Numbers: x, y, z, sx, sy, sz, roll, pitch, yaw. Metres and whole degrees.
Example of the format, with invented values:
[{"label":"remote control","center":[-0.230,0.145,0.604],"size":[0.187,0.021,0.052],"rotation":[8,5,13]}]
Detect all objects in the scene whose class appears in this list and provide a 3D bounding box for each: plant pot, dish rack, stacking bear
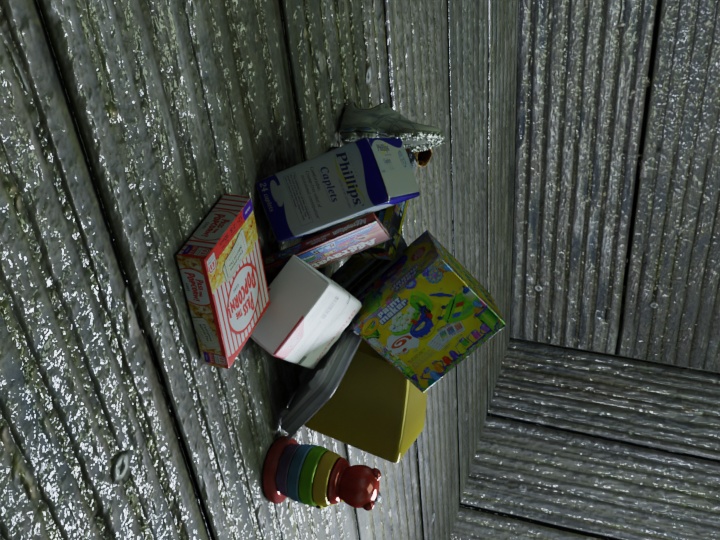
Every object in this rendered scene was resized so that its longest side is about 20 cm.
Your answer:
[{"label":"plant pot","center":[0.032,0.234,1.829],"size":[0.200,0.200,0.177],"rotation":[-28,136,-69]},{"label":"dish rack","center":[-0.077,0.197,1.650],"size":[0.200,0.044,0.172],"rotation":[-49,-172,43]},{"label":"stacking bear","center":[-0.062,0.370,1.640],"size":[0.114,0.200,0.122],"rotation":[56,46,-63]}]

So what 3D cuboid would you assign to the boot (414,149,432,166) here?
[{"label":"boot","center":[0.076,-0.247,1.865],"size":[0.201,0.144,0.071],"rotation":[-55,152,-65]}]

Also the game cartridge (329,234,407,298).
[{"label":"game cartridge","center":[0.000,0.000,1.709],"size":[0.200,0.040,0.133],"rotation":[-42,-169,7]}]

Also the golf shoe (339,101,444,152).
[{"label":"golf shoe","center":[0.062,-0.279,1.742],"size":[0.078,0.200,0.097],"rotation":[102,-8,-69]}]

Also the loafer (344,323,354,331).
[{"label":"loafer","center":[-0.030,0.083,1.799],"size":[0.200,0.072,0.063],"rotation":[-55,133,-28]}]

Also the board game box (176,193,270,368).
[{"label":"board game box","center":[-0.192,0.016,1.320],"size":[0.152,0.046,0.200],"rotation":[-62,155,-46]}]

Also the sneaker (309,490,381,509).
[{"label":"sneaker","center":[-0.052,0.413,1.719],"size":[0.085,0.200,0.075],"rotation":[-58,138,-30]}]

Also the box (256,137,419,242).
[{"label":"box","center":[-0.031,-0.130,1.474],"size":[0.105,0.200,0.184],"rotation":[70,20,-1]}]

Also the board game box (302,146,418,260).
[{"label":"board game box","center":[0.001,-0.124,1.660],"size":[0.057,0.165,0.200],"rotation":[49,51,-57]}]

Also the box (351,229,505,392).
[{"label":"box","center":[0.116,0.074,1.664],"size":[0.193,0.200,0.122],"rotation":[44,14,-23]}]

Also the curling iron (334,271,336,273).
[{"label":"curling iron","center":[-0.044,0.095,1.870],"size":[0.050,0.026,0.200],"rotation":[-94,179,-65]}]

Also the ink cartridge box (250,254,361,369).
[{"label":"ink cartridge box","center":[-0.093,0.073,1.517],"size":[0.145,0.084,0.200],"rotation":[-52,161,0]}]

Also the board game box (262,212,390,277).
[{"label":"board game box","center":[-0.056,-0.035,1.501],"size":[0.103,0.200,0.019],"rotation":[42,27,-71]}]
